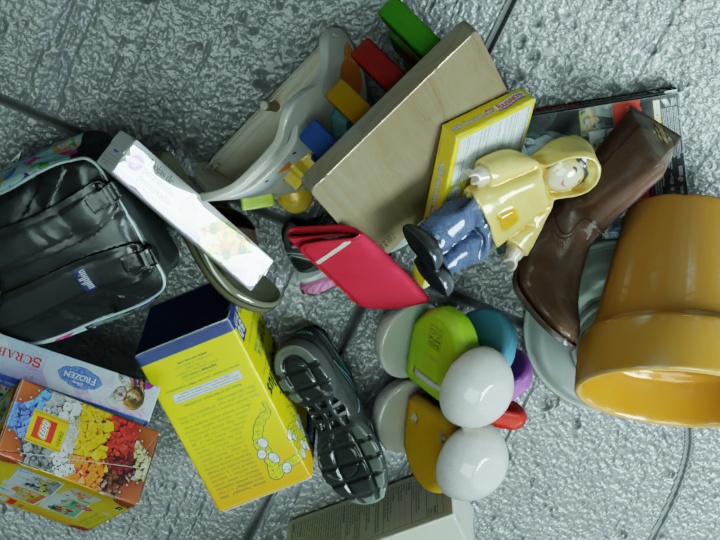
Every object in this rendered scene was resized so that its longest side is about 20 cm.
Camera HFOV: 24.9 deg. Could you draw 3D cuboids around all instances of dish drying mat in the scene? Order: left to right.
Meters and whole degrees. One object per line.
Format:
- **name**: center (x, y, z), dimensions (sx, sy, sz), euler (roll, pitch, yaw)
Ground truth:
- **dish drying mat**: center (0.000, 0.000, 1.550), dimensions (0.076, 0.018, 0.200), euler (-4, 159, 20)

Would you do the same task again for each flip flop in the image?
- **flip flop**: center (-0.139, -0.041, 1.626), dimensions (0.057, 0.081, 0.201), euler (-30, 105, 17)

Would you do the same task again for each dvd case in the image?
- **dvd case**: center (0.223, -0.098, 1.617), dimensions (0.198, 0.022, 0.147), euler (-9, 114, 5)

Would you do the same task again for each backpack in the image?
- **backpack**: center (-0.296, -0.030, 1.593), dimensions (0.199, 0.151, 0.179), euler (-26, 111, 10)

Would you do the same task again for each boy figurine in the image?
- **boy figurine**: center (0.137, -0.056, 1.513), dimensions (0.199, 0.064, 0.125), euler (-31, 127, -14)

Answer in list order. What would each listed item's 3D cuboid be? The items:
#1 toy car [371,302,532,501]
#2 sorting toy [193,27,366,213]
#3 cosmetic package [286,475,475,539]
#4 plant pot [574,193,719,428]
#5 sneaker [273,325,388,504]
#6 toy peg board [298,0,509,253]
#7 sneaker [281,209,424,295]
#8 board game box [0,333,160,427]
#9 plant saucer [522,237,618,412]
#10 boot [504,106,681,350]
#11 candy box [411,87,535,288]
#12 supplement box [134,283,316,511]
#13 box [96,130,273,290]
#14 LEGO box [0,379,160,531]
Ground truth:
- **toy car**: center (0.108, 0.124, 1.664), dimensions (0.149, 0.175, 0.202), euler (-14, 119, -30)
- **sorting toy**: center (-0.077, -0.117, 1.521), dimensions (0.200, 0.180, 0.107), euler (-44, 87, 19)
- **cosmetic package**: center (0.021, 0.292, 1.759), dimensions (0.198, 0.104, 0.074), euler (-20, 114, 12)
- **plant pot**: center (0.309, 0.035, 1.551), dimensions (0.198, 0.200, 0.185), euler (8, 71, -2)
- **sneaker**: center (-0.019, 0.147, 1.695), dimensions (0.075, 0.079, 0.202), euler (-18, 106, 22)
- **toy peg board**: center (0.028, -0.136, 1.502), dimensions (0.199, 0.200, 0.098), euler (-44, 64, 0)
- **sneaker**: center (0.006, -0.056, 1.615), dimensions (0.199, 0.080, 0.087), euler (-31, 100, 9)
- **board game box**: center (-0.314, 0.133, 1.663), dimensions (0.198, 0.042, 0.200), euler (19, 157, -6)
- **plant saucer**: center (0.267, 0.066, 1.676), dimensions (0.198, 0.050, 0.202), euler (0, 115, 1)
- **boot**: center (0.229, -0.045, 1.532), dimensions (0.064, 0.187, 0.200), euler (33, 115, -34)
- **candy box**: center (0.105, -0.076, 1.552), dimensions (0.026, 0.102, 0.201), euler (42, 143, 27)
- **supplement box**: center (-0.135, 0.126, 1.683), dimensions (0.109, 0.109, 0.201), euler (-21, 113, 11)
- **box**: center (-0.162, -0.054, 1.536), dimensions (0.200, 0.041, 0.039), euler (42, 82, -34)
- **LEGO box**: center (-0.305, 0.189, 1.630), dimensions (0.148, 0.078, 0.200), euler (24, 156, -17)
